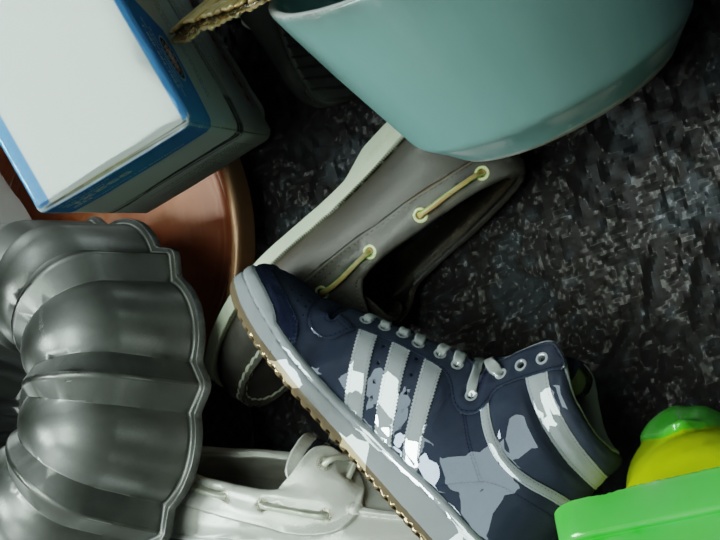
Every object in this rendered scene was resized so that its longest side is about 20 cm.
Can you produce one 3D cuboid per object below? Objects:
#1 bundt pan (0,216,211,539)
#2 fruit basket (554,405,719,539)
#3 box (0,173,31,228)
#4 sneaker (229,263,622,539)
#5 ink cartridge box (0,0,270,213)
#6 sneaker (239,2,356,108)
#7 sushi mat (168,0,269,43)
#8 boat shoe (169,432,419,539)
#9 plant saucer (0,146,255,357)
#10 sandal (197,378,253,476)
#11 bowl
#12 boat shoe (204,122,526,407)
[{"bbox_3d":[-0.165,0.065,1.275,0.201,0.075,0.203,-15,70,46],"label":"bundt pan"},{"bbox_3d":[0.176,0.136,1.083,0.155,0.215,0.217,-15,82,32],"label":"fruit basket"},{"bbox_3d":[-0.293,-0.008,1.386,0.200,0.106,0.153,-54,57,31],"label":"box"},{"bbox_3d":[0.035,0.047,1.174,0.108,0.070,0.200,-44,71,7],"label":"sneaker"},{"bbox_3d":[-0.127,-0.107,1.199,0.083,0.200,0.146,-32,87,8],"label":"ink cartridge box"},{"bbox_3d":[-0.055,-0.165,1.283,0.088,0.074,0.201,-33,71,44],"label":"sneaker"},{"bbox_3d":[-0.009,-0.163,1.181,0.095,0.200,0.012,-15,113,34],"label":"sushi mat"},{"bbox_3d":[-0.017,0.111,1.238,0.199,0.072,0.066,0,105,28],"label":"boat shoe"},{"bbox_3d":[-0.137,-0.015,1.354,0.199,0.032,0.202,0,89,33],"label":"plant saucer"},{"bbox_3d":[-0.111,0.140,1.319,0.048,0.075,0.202,32,111,56],"label":"sandal"},{"bbox_3d":[0.069,-0.122,1.141,0.200,0.201,0.105,-18,110,32],"label":"bowl"},{"bbox_3d":[0.000,0.000,1.239,0.201,0.072,0.061,-49,62,21],"label":"boat shoe"}]
